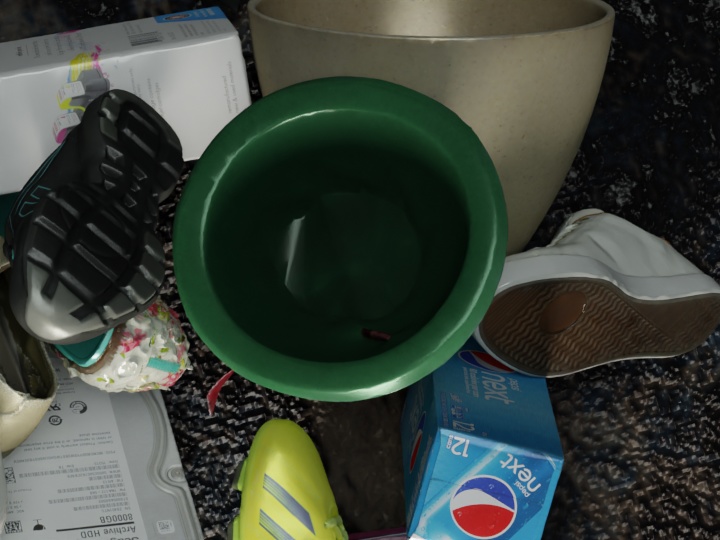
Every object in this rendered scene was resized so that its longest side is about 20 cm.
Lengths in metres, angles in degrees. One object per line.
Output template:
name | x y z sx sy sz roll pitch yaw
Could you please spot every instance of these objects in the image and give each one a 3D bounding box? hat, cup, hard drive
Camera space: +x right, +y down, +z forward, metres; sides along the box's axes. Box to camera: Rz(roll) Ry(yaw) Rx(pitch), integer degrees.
hat | 0.000 0.000 1.356 0.200 0.176 0.166 10 80 19
cup | 0.038 -0.076 1.412 0.200 0.200 0.144 -1 106 -5
hard drive | -0.161 0.117 1.351 0.139 0.038 0.200 -4 49 -17

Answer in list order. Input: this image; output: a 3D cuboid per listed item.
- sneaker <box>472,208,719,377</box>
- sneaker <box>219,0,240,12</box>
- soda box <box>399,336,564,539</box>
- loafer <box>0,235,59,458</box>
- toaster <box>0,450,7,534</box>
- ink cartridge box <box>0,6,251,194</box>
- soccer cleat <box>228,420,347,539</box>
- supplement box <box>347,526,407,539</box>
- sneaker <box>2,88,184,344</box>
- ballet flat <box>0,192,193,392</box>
sneaker | 0.113 0.007 1.412 0.085 0.200 0.073 49 118 32
sneaker | -0.092 -0.194 1.467 0.199 0.060 0.104 -20 79 -11
soda box | 0.062 0.088 1.365 0.068 0.200 0.064 14 105 -4
loafer | -0.207 -0.002 1.317 0.068 0.076 0.200 -22 94 32
toaster | -0.254 0.077 1.250 0.129 0.114 0.200 -9 94 15
ink cartridge box | -0.164 -0.090 1.411 0.200 0.115 0.068 -10 104 -6
soccer cleat | -0.016 0.174 1.300 0.084 0.065 0.201 -7 89 28
supplement box | 0.041 0.238 1.392 0.131 0.103 0.200 -7 83 -3
sneaker | -0.139 -0.013 1.275 0.075 0.200 0.079 42 117 -14
ballet flat | -0.150 0.014 1.394 0.064 0.200 0.076 22 106 -36
